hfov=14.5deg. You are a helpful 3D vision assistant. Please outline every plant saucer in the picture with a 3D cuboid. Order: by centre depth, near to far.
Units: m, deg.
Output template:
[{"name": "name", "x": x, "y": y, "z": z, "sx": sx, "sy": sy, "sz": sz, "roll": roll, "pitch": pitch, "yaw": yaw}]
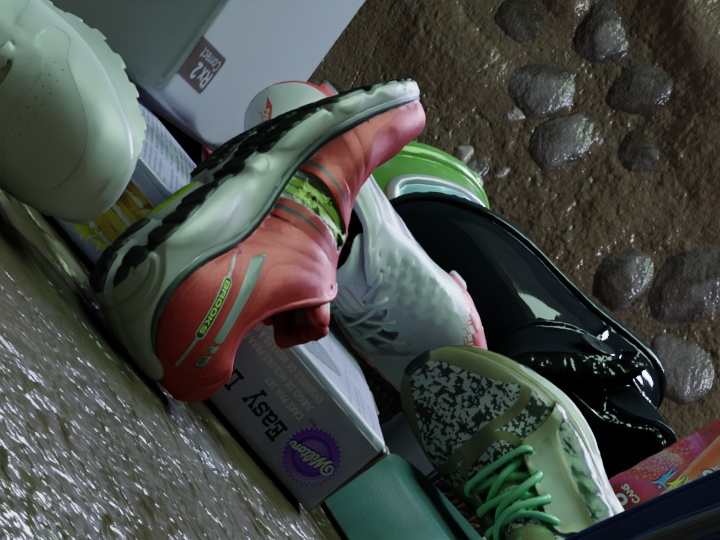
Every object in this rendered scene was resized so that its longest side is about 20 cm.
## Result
[{"name": "plant saucer", "x": 0.050, "y": 0.154, "z": 1.343, "sx": 0.200, "sy": 0.036, "sz": 0.200, "roll": 50, "pitch": 4, "yaw": -4}]

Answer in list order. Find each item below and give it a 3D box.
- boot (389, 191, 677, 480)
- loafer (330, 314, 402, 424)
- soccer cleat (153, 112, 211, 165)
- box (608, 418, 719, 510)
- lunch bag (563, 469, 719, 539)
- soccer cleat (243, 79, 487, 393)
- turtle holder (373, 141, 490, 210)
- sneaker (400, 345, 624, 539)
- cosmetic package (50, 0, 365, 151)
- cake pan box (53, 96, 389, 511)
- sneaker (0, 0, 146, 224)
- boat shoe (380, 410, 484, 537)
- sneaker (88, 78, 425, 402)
[{"name": "boot", "x": 0.083, "y": 0.035, "z": 1.512, "sx": 0.200, "sy": 0.077, "sz": 0.168, "roll": 35, "pitch": 10, "yaw": -1}, {"name": "loafer", "x": -0.042, "y": 0.010, "z": 1.489, "sx": 0.071, "sy": 0.073, "sz": 0.200, "roll": 41, "pitch": -10, "yaw": 48}, {"name": "soccer cleat", "x": -0.067, "y": -0.049, "z": 1.573, "sx": 0.200, "sy": 0.067, "sz": 0.077, "roll": 35, "pitch": 29, "yaw": -18}, {"name": "box", "x": 0.171, "y": 0.183, "z": 1.466, "sx": 0.100, "sy": 0.095, "sz": 0.200, "roll": 52, "pitch": -24, "yaw": 30}, {"name": "lunch bag", "x": 0.157, "y": 0.171, "z": 1.213, "sx": 0.136, "sy": 0.199, "sz": 0.133, "roll": 51, "pitch": 32, "yaw": -23}, {"name": "soccer cleat", "x": 0.000, "y": 0.000, "z": 1.366, "sx": 0.201, "sy": 0.068, "sz": 0.085, "roll": 60, "pitch": 22, "yaw": -24}, {"name": "turtle holder", "x": 0.009, "y": -0.011, "z": 1.700, "sx": 0.186, "sy": 0.140, "sz": 0.132, "roll": 53, "pitch": 16, "yaw": -46}, {"name": "sneaker", "x": 0.085, "y": 0.118, "z": 1.336, "sx": 0.200, "sy": 0.077, "sz": 0.089, "roll": 51, "pitch": 15, "yaw": 10}, {"name": "cosmetic package", "x": -0.108, "y": -0.185, "z": 1.441, "sx": 0.200, "sy": 0.165, "sz": 0.165, "roll": 35, "pitch": -2, "yaw": 16}, {"name": "cake pan box", "x": -0.068, "y": 0.006, "z": 1.293, "sx": 0.184, "sy": 0.052, "sz": 0.200, "roll": 52, "pitch": 4, "yaw": -12}, {"name": "sneaker", "x": -0.161, "y": -0.094, "z": 1.099, "sx": 0.200, "sy": 0.076, "sz": 0.080, "roll": 47, "pitch": 13, "yaw": 27}, {"name": "boat shoe", "x": 0.058, "y": 0.108, "z": 1.592, "sx": 0.091, "sy": 0.071, "sz": 0.200, "roll": 46, "pitch": 2, "yaw": -4}, {"name": "sneaker", "x": -0.034, "y": -0.012, "z": 1.177, "sx": 0.077, "sy": 0.200, "sz": 0.085, "roll": -17, "pitch": -72, "yaw": 47}]
